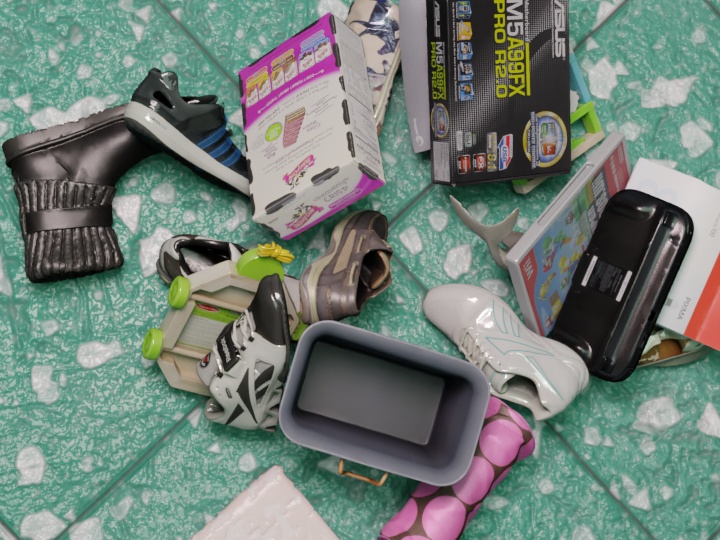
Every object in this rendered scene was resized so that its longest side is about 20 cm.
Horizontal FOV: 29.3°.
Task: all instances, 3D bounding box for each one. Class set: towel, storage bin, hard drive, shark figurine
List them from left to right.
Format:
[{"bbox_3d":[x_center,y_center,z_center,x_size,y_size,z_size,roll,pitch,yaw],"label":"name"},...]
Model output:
[{"bbox_3d":[-0.102,0.338,1.431,0.200,0.032,0.191,-40,89,-13],"label":"towel"},{"bbox_3d":[0.016,0.140,1.412,0.198,0.134,0.147,17,88,-5],"label":"storage bin"},{"bbox_3d":[0.108,-0.236,1.513,0.134,0.042,0.202,-10,100,-33],"label":"hard drive"},{"bbox_3d":[0.171,-0.034,1.508,0.213,0.089,0.129,-10,122,-45],"label":"shark figurine"}]

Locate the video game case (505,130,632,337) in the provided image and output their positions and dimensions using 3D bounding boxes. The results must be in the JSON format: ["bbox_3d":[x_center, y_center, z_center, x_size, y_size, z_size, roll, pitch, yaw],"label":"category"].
[{"bbox_3d":[0.235,-0.036,1.493,0.017,0.144,0.200,27,64,36],"label":"video game case"}]

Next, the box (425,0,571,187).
[{"bbox_3d":[0.149,-0.197,1.467,0.159,0.044,0.202,-7,101,-28],"label":"box"}]

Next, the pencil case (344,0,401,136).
[{"bbox_3d":[0.004,-0.202,1.513,0.078,0.089,0.202,28,73,-41],"label":"pencil case"}]

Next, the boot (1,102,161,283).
[{"bbox_3d":[-0.266,-0.080,1.454,0.209,0.079,0.159,-17,80,-6],"label":"boot"}]

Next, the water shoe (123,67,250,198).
[{"bbox_3d":[-0.156,-0.141,1.437,0.200,0.071,0.079,32,81,-47],"label":"water shoe"}]

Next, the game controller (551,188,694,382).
[{"bbox_3d":[0.278,0.015,1.472,0.104,0.042,0.202,27,95,39],"label":"game controller"}]

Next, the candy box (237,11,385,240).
[{"bbox_3d":[-0.054,-0.151,1.438,0.136,0.061,0.202,-27,52,28],"label":"candy box"}]

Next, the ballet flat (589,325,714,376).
[{"bbox_3d":[0.336,0.076,1.530,0.198,0.064,0.068,-14,85,-11],"label":"ballet flat"}]

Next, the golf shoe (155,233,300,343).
[{"bbox_3d":[-0.121,0.020,1.453,0.198,0.094,0.078,21,76,-6],"label":"golf shoe"}]

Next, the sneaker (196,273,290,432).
[{"bbox_3d":[-0.117,0.088,1.369,0.088,0.201,0.074,2,39,-12],"label":"sneaker"}]

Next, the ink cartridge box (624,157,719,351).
[{"bbox_3d":[0.358,-0.011,1.475,0.199,0.047,0.161,25,93,30],"label":"ink cartridge box"}]

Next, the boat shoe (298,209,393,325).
[{"bbox_3d":[0.000,0.000,1.441,0.073,0.200,0.075,5,122,19],"label":"boat shoe"}]

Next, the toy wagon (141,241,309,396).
[{"bbox_3d":[-0.127,0.047,1.410,0.154,0.040,0.201,16,119,-26],"label":"toy wagon"}]

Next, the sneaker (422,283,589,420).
[{"bbox_3d":[0.145,0.084,1.469,0.199,0.071,0.080,32,46,15],"label":"sneaker"}]

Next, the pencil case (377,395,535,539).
[{"bbox_3d":[0.105,0.233,1.457,0.090,0.094,0.200,28,72,43],"label":"pencil case"}]

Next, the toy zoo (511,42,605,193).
[{"bbox_3d":[0.188,-0.205,1.526,0.131,0.020,0.201,-35,113,-21],"label":"toy zoo"}]
